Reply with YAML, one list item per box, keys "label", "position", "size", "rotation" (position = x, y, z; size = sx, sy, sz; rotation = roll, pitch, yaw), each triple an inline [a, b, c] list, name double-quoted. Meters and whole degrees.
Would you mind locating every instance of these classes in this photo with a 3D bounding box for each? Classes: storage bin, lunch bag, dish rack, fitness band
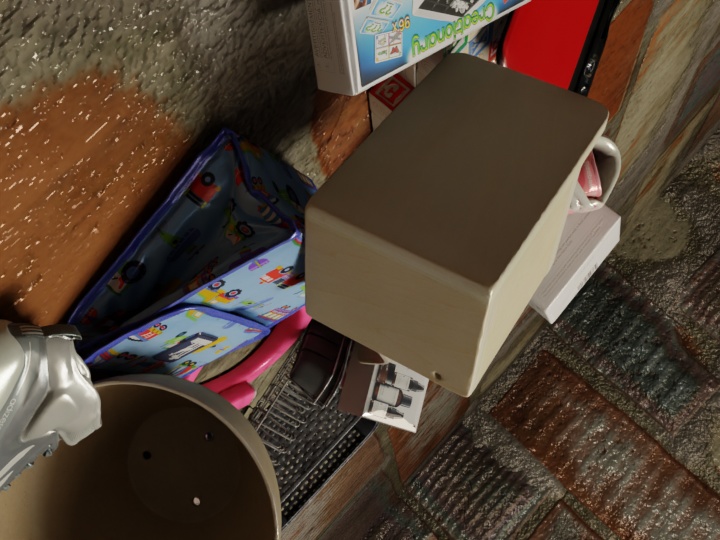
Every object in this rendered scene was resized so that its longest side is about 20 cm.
- label: "storage bin"
  position: [-0.074, 0.219, 1.130]
  size: [0.200, 0.093, 0.136]
  rotation: [-46, 162, -16]
- label: "lunch bag"
  position: [-0.114, 0.012, 0.648]
  size: [0.199, 0.095, 0.150]
  rotation: [-39, 163, 10]
- label: "dish rack"
  position: [-0.082, 0.143, 0.935]
  size: [0.201, 0.054, 0.154]
  rotation: [-56, -175, 20]
- label: "fitness band"
  position: [-0.112, 0.076, 0.833]
  size: [0.145, 0.037, 0.199]
  rotation: [-58, 162, 23]

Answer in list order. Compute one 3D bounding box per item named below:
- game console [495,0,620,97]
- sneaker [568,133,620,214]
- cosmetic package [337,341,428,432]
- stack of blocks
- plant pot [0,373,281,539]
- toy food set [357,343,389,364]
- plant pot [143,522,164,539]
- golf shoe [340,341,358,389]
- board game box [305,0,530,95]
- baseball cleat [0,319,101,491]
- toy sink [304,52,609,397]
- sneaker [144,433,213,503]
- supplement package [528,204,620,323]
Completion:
- label: "game console"
  position: [0.155, -0.233, 0.764]
  size: [0.203, 0.117, 0.172]
  rotation: [-69, -161, -2]
- label: "sneaker"
  position: [0.143, -0.076, 0.781]
  size: [0.198, 0.077, 0.104]
  rotation: [-22, -166, -29]
- label: "cosmetic package"
  position: [0.044, 0.065, 0.979]
  size: [0.082, 0.050, 0.204]
  rotation: [22, 78, -37]
- label: "stack of blocks"
  position: [0.065, -0.161, 0.745]
  size: [0.115, 0.058, 0.201]
  rotation: [-46, 162, -14]
- label: "plant pot"
  position: [-0.147, 0.164, 0.662]
  size: [0.201, 0.199, 0.134]
  rotation: [-51, -179, 8]
- label: "toy food set"
  position: [0.000, 0.000, 0.863]
  size: [0.200, 0.059, 0.146]
  rotation: [57, 41, -71]
- label: "plant pot"
  position: [-0.238, 0.293, 0.743]
  size: [0.199, 0.199, 0.179]
  rotation: [-30, 146, -47]
- label: "golf shoe"
  position: [0.009, 0.044, 1.040]
  size: [0.091, 0.075, 0.202]
  rotation: [1, -124, 55]
- label: "board game box"
  position: [0.041, -0.203, 0.550]
  size: [0.199, 0.034, 0.128]
  rotation: [-36, 130, -39]
- label: "baseball cleat"
  position: [-0.219, 0.117, 0.560]
  size: [0.105, 0.070, 0.202]
  rotation: [3, 130, -36]
- label: "toy sink"
  position: [0.067, -0.037, 0.616]
  size: [0.201, 0.129, 0.113]
  rotation: [-51, 157, -37]
- label: "sneaker"
  position: [-0.186, 0.185, 0.805]
  size: [0.079, 0.072, 0.199]
  rotation: [25, 133, -37]
- label: "supplement package"
  position: [0.160, -0.059, 0.956]
  size: [0.122, 0.199, 0.120]
  rotation: [-50, 163, 4]
